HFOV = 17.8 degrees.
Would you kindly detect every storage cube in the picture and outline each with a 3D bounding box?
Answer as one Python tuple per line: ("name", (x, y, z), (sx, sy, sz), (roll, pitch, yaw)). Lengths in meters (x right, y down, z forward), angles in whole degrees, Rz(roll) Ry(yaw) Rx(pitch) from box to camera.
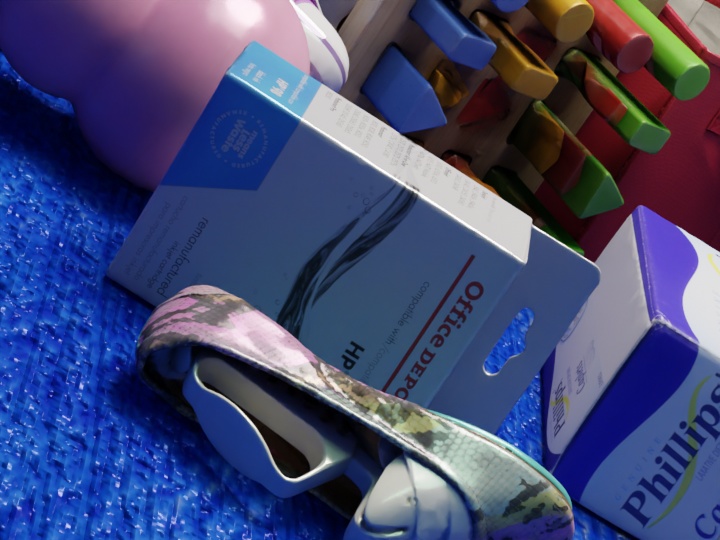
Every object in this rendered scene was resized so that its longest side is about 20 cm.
("storage cube", (0.202, -0.070, 1.463), (0.170, 0.180, 0.200), (24, 20, -26))

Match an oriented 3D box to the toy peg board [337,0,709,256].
("toy peg board", (0.087, -0.097, 1.308), (0.199, 0.200, 0.098), (14, 27, -44))

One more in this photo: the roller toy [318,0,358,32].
("roller toy", (-0.015, -0.168, 1.413), (0.182, 0.140, 0.200), (43, 27, 7))

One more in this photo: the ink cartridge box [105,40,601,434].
("ink cartridge box", (0.000, 0.000, 1.060), (0.199, 0.116, 0.067), (32, 19, -3))

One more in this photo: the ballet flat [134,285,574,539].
("ballet flat", (-0.009, 0.078, 0.953), (0.199, 0.069, 0.071), (31, 37, 5))

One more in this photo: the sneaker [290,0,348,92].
("sneaker", (-0.042, -0.181, 1.260), (0.201, 0.114, 0.073), (49, -15, 32))

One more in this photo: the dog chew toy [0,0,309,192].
("dog chew toy", (-0.122, -0.128, 1.139), (0.200, 0.125, 0.125), (39, 17, -12))

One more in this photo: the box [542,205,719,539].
("box", (0.204, 0.082, 1.209), (0.199, 0.105, 0.184), (30, 19, -7))
